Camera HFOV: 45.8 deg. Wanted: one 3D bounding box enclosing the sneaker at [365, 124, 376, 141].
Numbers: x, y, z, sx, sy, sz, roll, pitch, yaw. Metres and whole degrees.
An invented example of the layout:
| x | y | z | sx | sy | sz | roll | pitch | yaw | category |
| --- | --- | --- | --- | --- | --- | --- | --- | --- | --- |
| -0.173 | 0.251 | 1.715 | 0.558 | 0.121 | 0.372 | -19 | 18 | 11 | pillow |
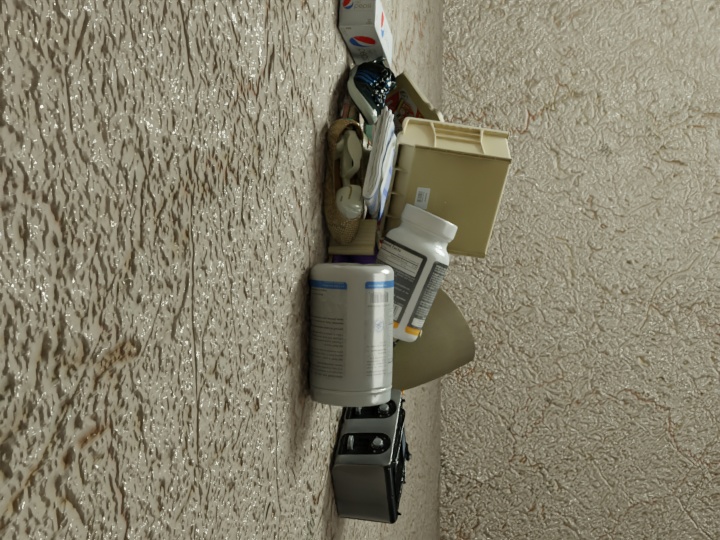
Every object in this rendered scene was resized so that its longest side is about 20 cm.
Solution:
| x | y | z | sx | sy | sz | roll | pitch | yaw | category |
| --- | --- | --- | --- | --- | --- | --- | --- | --- | --- |
| 0.083 | -0.217 | 1.750 | 0.078 | 0.136 | 0.204 | -71 | 159 | -59 | sneaker |

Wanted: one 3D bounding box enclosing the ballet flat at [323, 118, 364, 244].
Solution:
| x | y | z | sx | sy | sz | roll | pitch | yaw | category |
| --- | --- | --- | --- | --- | --- | --- | --- | --- | --- |
| -0.023 | -0.146 | 1.362 | 0.065 | 0.069 | 0.205 | -11 | -98 | 62 | ballet flat |

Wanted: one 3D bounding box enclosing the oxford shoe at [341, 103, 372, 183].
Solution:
| x | y | z | sx | sy | sz | roll | pitch | yaw | category |
| --- | --- | --- | --- | --- | --- | --- | --- | --- | --- |
| 0.007 | -0.216 | 1.510 | 0.202 | 0.073 | 0.072 | 75 | 22 | -55 | oxford shoe |

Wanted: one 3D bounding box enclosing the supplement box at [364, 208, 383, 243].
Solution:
| x | y | z | sx | sy | sz | roll | pitch | yaw | category |
| --- | --- | --- | --- | --- | --- | --- | --- | --- | --- |
| 0.093 | -0.124 | 1.645 | 0.200 | 0.128 | 0.105 | 131 | -28 | -65 | supplement box |

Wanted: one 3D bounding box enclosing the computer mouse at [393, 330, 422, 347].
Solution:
| x | y | z | sx | sy | sz | roll | pitch | yaw | category |
| --- | --- | --- | --- | --- | --- | --- | --- | --- | --- |
| 0.022 | 0.139 | 1.490 | 0.044 | 0.199 | 0.110 | 49 | -8 | 27 | computer mouse |

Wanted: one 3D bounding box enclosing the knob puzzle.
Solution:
| x | y | z | sx | sy | sz | roll | pitch | yaw | category |
| --- | --- | --- | --- | --- | --- | --- | --- | --- | --- |
| 0.104 | -0.268 | 1.605 | 0.030 | 0.218 | 0.222 | -41 | 145 | -26 | knob puzzle |

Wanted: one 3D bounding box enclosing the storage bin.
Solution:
| x | y | z | sx | sy | sz | roll | pitch | yaw | category |
| --- | --- | --- | --- | --- | --- | --- | --- | --- | --- |
| 0.143 | -0.139 | 1.460 | 0.095 | 0.194 | 0.203 | -88 | -173 | -54 | storage bin |

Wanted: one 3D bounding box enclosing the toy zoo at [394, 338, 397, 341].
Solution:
| x | y | z | sx | sy | sz | roll | pitch | yaw | category |
| --- | --- | --- | --- | --- | --- | --- | --- | --- | --- |
| 0.055 | 0.088 | 1.658 | 0.021 | 0.130 | 0.201 | 47 | 35 | -16 | toy zoo |

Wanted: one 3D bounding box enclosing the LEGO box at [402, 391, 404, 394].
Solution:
| x | y | z | sx | sy | sz | roll | pitch | yaw | category |
| --- | --- | --- | --- | --- | --- | --- | --- | --- | --- |
| 0.069 | 0.181 | 1.904 | 0.200 | 0.075 | 0.153 | -49 | 140 | -74 | LEGO box |

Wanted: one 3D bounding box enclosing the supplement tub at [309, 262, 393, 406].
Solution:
| x | y | z | sx | sy | sz | roll | pitch | yaw | category |
| --- | --- | --- | --- | --- | --- | --- | --- | --- | --- |
| -0.014 | 0.093 | 1.288 | 0.132 | 0.129 | 0.205 | -14 | 106 | -79 | supplement tub |

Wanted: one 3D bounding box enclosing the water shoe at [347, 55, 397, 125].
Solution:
| x | y | z | sx | sy | sz | roll | pitch | yaw | category |
| --- | --- | --- | --- | --- | --- | --- | --- | --- | --- |
| 0.023 | -0.325 | 1.484 | 0.072 | 0.078 | 0.202 | 55 | 16 | -31 | water shoe |

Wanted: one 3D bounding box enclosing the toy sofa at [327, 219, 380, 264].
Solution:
| x | y | z | sx | sy | sz | roll | pitch | yaw | category |
| --- | --- | --- | --- | --- | --- | --- | --- | --- | --- |
| 0.000 | 0.000 | 1.483 | 0.201 | 0.081 | 0.100 | 71 | 22 | -62 | toy sofa |

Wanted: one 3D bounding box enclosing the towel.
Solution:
| x | y | z | sx | sy | sz | roll | pitch | yaw | category |
| --- | --- | --- | --- | --- | --- | --- | --- | --- | --- |
| 0.036 | -0.168 | 1.408 | 0.200 | 0.023 | 0.150 | 58 | 44 | -79 | towel |

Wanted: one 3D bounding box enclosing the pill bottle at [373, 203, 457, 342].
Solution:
| x | y | z | sx | sy | sz | roll | pitch | yaw | category |
| --- | --- | --- | --- | --- | --- | --- | --- | --- | --- |
| 0.077 | 0.003 | 1.388 | 0.204 | 0.114 | 0.116 | -66 | 170 | 3 | pill bottle |

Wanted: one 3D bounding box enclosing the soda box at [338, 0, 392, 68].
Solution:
| x | y | z | sx | sy | sz | roll | pitch | yaw | category |
| --- | --- | --- | --- | --- | --- | --- | --- | --- | --- |
| 0.012 | -0.428 | 1.526 | 0.200 | 0.066 | 0.065 | 35 | 57 | -78 | soda box |

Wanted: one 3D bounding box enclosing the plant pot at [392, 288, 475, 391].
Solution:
| x | y | z | sx | sy | sz | roll | pitch | yaw | category |
| --- | --- | --- | --- | --- | --- | --- | --- | --- | --- |
| 0.096 | 0.156 | 1.698 | 0.198 | 0.187 | 0.190 | -32 | 139 | -21 | plant pot |

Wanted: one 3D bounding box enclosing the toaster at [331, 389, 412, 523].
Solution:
| x | y | z | sx | sy | sz | roll | pitch | yaw | category |
| --- | --- | --- | --- | --- | --- | --- | --- | --- | --- |
| 0.024 | 0.345 | 1.566 | 0.183 | 0.116 | 0.203 | -75 | 162 | -50 | toaster |
